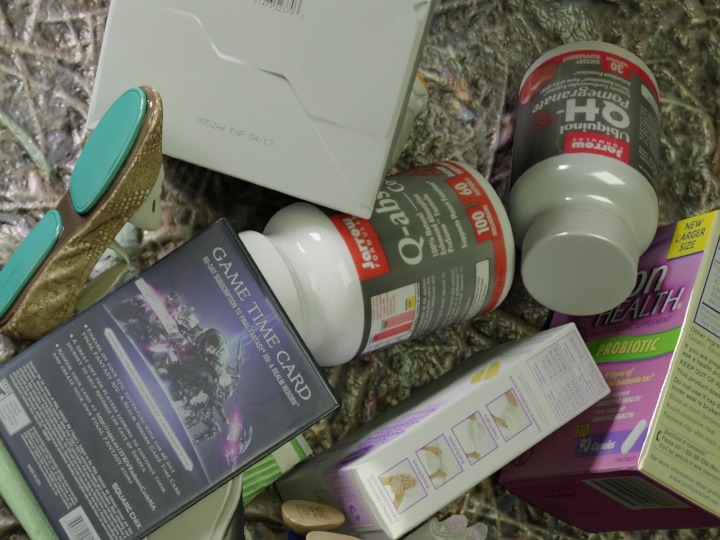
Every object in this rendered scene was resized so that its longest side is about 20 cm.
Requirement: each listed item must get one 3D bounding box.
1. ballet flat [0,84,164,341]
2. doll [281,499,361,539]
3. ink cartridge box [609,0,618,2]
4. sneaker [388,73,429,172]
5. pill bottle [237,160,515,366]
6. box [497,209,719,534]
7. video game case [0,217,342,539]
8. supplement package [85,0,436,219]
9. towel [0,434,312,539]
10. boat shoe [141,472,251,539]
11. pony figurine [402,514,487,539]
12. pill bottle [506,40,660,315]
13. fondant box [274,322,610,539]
[{"bbox_3d":[-0.170,-0.032,1.083,0.065,0.200,0.071,25,26,-32],"label":"ballet flat"},{"bbox_3d":[-0.048,0.253,1.087,0.048,0.136,0.202,6,109,-29],"label":"doll"},{"bbox_3d":[0.172,-0.337,1.330,0.145,0.083,0.202,12,75,-21],"label":"ink cartridge box"},{"bbox_3d":[-0.047,-0.131,1.198,0.198,0.076,0.093,23,75,-17],"label":"sneaker"},{"bbox_3d":[0.000,0.000,1.159,0.198,0.116,0.117,-18,87,-30],"label":"pill bottle"},{"bbox_3d":[0.211,0.079,1.207,0.096,0.175,0.202,30,69,-21],"label":"box"},{"bbox_3d":[-0.131,0.080,1.064,0.199,0.019,0.144,-33,83,2],"label":"video game case"},{"bbox_3d":[-0.060,-0.151,1.102,0.198,0.111,0.157,17,114,1],"label":"supplement package"},{"bbox_3d":[-0.147,0.119,1.128,0.199,0.023,0.153,-34,93,-25],"label":"towel"},{"bbox_3d":[-0.104,0.180,1.088,0.073,0.060,0.202,-6,75,14],"label":"boat shoe"},{"bbox_3d":[0.066,0.253,1.122,0.192,0.200,0.168,-17,79,-41],"label":"pony figurine"},{"bbox_3d":[0.164,-0.066,1.217,0.110,0.111,0.201,27,43,-17],"label":"pill bottle"},{"bbox_3d":[0.055,0.116,1.150,0.199,0.144,0.059,-32,93,-26],"label":"fondant box"}]
